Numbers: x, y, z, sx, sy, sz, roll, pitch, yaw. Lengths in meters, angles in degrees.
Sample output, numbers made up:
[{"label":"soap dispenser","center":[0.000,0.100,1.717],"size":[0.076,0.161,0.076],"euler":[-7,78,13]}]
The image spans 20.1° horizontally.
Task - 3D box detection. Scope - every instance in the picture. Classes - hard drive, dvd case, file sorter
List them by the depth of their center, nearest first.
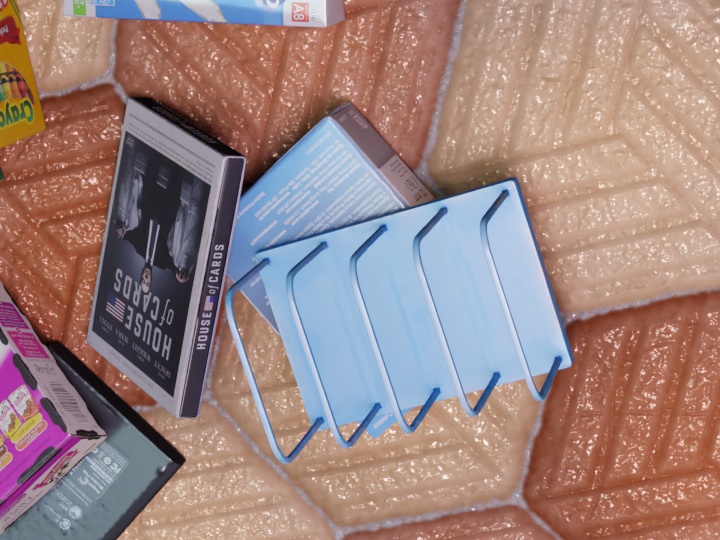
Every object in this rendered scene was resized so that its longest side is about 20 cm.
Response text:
[{"label":"file sorter","center":[0.024,0.039,1.395],"size":[0.199,0.123,0.139],"euler":[-15,99,18]},{"label":"dvd case","center":[-0.146,-0.012,1.500],"size":[0.150,0.025,0.201],"euler":[32,115,50]},{"label":"hard drive","center":[-0.254,0.176,1.599],"size":[0.140,0.033,0.200],"euler":[42,100,2]}]

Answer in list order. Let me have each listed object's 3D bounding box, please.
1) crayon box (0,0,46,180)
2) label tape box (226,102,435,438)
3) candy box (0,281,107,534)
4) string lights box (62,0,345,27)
[{"label":"crayon box","center":[-0.292,-0.155,1.498],"size":[0.051,0.127,0.201],"euler":[-8,102,17]},{"label":"label tape box","center":[0.000,0.000,1.490],"size":[0.143,0.066,0.200],"euler":[-41,93,20]},{"label":"candy box","center":[-0.305,0.092,1.559],"size":[0.136,0.061,0.200],"euler":[-41,72,14]},{"label":"string lights box","center":[-0.112,-0.232,1.465],"size":[0.199,0.059,0.103],"euler":[4,103,14]}]
